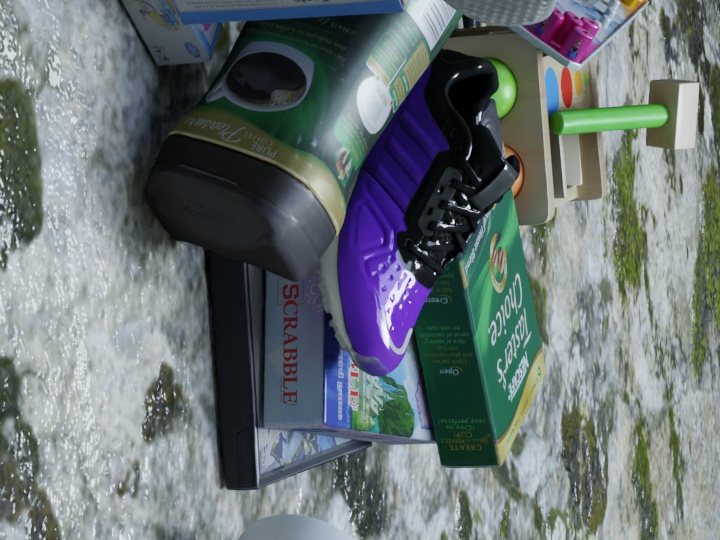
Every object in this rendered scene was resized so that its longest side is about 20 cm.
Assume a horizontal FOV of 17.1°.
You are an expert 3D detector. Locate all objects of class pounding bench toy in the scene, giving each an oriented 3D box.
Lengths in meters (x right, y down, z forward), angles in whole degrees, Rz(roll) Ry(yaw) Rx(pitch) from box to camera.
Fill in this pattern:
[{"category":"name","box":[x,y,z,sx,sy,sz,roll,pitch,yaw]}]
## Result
[{"category":"pounding bench toy","box":[0.114,-0.099,1.589,0.156,0.198,0.125,-24,109,-68]}]

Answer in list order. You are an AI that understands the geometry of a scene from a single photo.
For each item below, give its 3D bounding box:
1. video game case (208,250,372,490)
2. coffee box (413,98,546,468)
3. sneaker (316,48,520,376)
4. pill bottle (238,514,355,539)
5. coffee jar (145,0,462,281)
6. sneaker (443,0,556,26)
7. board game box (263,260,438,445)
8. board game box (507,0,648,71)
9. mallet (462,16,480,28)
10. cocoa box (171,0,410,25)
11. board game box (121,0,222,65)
[{"category":"video game case","box":[-0.040,0.017,1.421,0.181,0.025,0.202,-11,97,-68]},{"category":"coffee box","box":[0.068,0.007,1.490,0.123,0.044,0.201,-55,138,-58]},{"category":"sneaker","box":[0.038,-0.040,1.341,0.070,0.099,0.202,45,47,-55]},{"category":"pill bottle","box":[-0.054,0.227,1.243,0.201,0.111,0.113,-69,149,-45]},{"category":"coffee jar","box":[-0.030,-0.094,1.292,0.201,0.104,0.085,-60,149,-19]},{"category":"sneaker","box":[0.060,-0.202,1.183,0.200,0.073,0.082,61,40,-54]},{"category":"board game box","box":[0.000,0.000,1.434,0.199,0.041,0.202,15,74,-68]},{"category":"board game box","box":[0.093,-0.221,1.591,0.026,0.199,0.200,-57,174,26]},{"category":"mallet","box":[0.078,-0.169,1.736,0.066,0.041,0.202,-6,88,-66]},{"category":"cocoa box","box":[-0.031,-0.242,1.233,0.132,0.132,0.201,66,31,-45]},{"category":"board game box","box":[-0.113,-0.225,1.254,0.201,0.034,0.135,64,32,-46]}]
